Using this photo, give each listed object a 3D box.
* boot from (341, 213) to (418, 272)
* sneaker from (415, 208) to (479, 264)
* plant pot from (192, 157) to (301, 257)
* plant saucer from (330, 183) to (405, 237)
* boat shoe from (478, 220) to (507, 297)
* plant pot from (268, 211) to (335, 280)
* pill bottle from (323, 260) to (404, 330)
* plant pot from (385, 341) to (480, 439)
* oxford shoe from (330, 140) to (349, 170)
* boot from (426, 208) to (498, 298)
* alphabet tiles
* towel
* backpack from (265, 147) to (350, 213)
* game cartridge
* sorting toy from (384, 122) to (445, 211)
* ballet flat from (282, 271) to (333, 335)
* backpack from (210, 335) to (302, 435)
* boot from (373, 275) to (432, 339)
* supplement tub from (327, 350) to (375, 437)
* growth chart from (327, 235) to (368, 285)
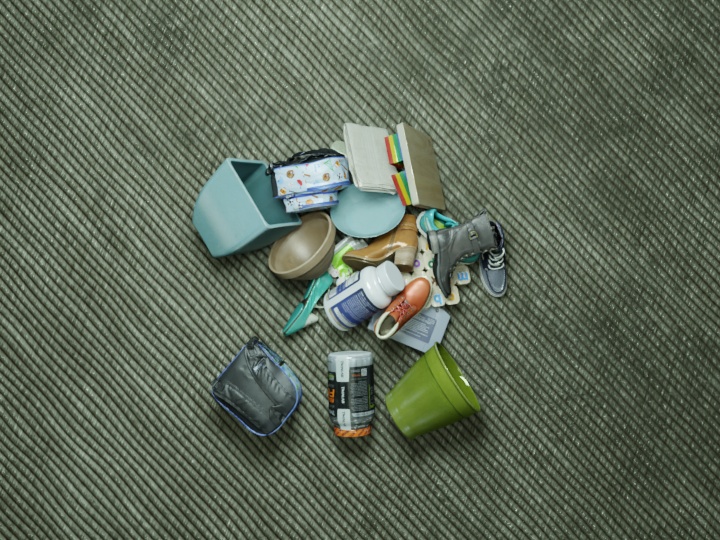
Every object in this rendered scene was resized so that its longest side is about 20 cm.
[{"bbox_3d":[0.054,-0.078,1.646,0.195,0.077,0.159,-1,61,17],"label":"boot"},{"bbox_3d":[0.232,-0.086,1.637,0.198,0.079,0.079,34,60,-15],"label":"sneaker"},{"bbox_3d":[-0.306,-0.139,1.599,0.198,0.196,0.198,-35,84,20],"label":"plant pot"},{"bbox_3d":[0.021,-0.150,1.646,0.195,0.039,0.204,-5,50,5],"label":"plant saucer"},{"bbox_3d":[0.346,-0.032,1.652,0.073,0.093,0.205,-13,88,-1],"label":"boat shoe"},{"bbox_3d":[-0.133,-0.045,1.626,0.200,0.201,0.093,-43,127,-1],"label":"plant pot"},{"bbox_3d":[0.011,0.061,1.599,0.198,0.111,0.113,-32,88,27],"label":"pill bottle"},{"bbox_3d":[0.170,0.319,1.602,0.191,0.200,0.202,-35,89,10],"label":"plant pot"},{"bbox_3d":[0.007,-0.276,1.678,0.196,0.058,0.076,23,44,-7],"label":"oxford shoe"},{"bbox_3d":[0.263,-0.039,1.590,0.170,0.069,0.204,-14,112,-1],"label":"boot"},{"bbox_3d":[0.188,-0.002,1.666,0.195,0.015,0.201,-7,74,-10],"label":"alphabet tiles"},{"bbox_3d":[0.029,-0.289,1.637,0.130,0.035,0.204,3,62,-26],"label":"towel"},{"bbox_3d":[-0.118,-0.227,1.591,0.186,0.200,0.158,-15,101,15],"label":"backpack"},{"bbox_3d":[0.130,0.127,1.666,0.196,0.041,0.136,23,92,-6],"label":"game cartridge"},{"bbox_3d":[0.135,-0.250,1.617,0.068,0.199,0.204,-14,84,26],"label":"sorting toy"},{"bbox_3d":[-0.130,0.094,1.659,0.069,0.067,0.203,29,90,-14],"label":"ballet flat"},{"bbox_3d":[-0.249,0.300,1.607,0.200,0.147,0.184,42,89,6],"label":"backpack"},{"bbox_3d":[0.108,0.095,1.579,0.075,0.107,0.201,40,93,7],"label":"boot"},{"bbox_3d":[-0.023,0.312,1.622,0.119,0.123,0.206,-2,87,-1],"label":"supplement tub"},{"bbox_3d":[0.000,0.000,1.683,0.199,0.018,0.145,42,88,-1],"label":"growth chart"}]
